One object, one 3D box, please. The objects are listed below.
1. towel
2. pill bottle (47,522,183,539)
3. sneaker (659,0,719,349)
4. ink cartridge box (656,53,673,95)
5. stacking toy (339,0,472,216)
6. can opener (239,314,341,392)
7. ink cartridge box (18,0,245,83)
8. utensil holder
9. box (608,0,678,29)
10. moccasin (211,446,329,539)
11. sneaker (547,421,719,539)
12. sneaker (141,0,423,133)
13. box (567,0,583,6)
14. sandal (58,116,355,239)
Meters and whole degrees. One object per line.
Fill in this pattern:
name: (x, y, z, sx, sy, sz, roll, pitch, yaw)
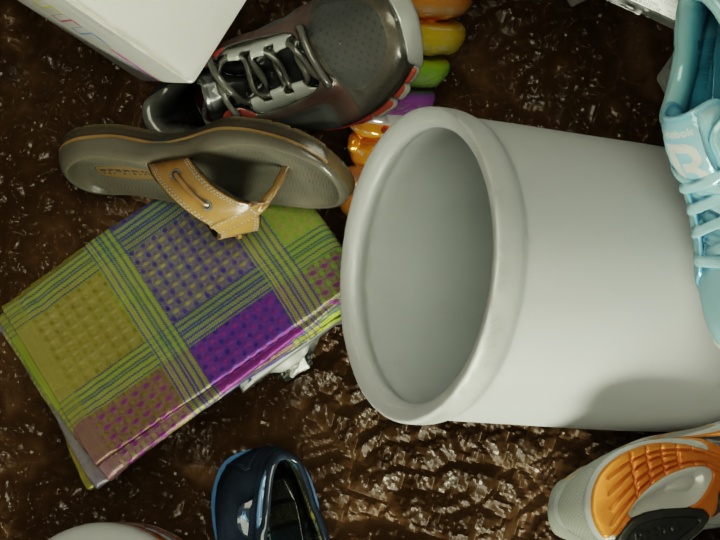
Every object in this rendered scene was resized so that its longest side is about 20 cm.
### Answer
towel: (-0.107, 0.022, 1.665, 0.200, 0.023, 0.144, -36, 57, -1)
pill bottle: (-0.138, 0.195, 1.586, 0.111, 0.200, 0.113, 0, 85, 2)
sneaker: (0.183, -0.054, 1.482, 0.082, 0.074, 0.201, 4, 83, -39)
ink cartridge box: (0.278, -0.055, 1.590, 0.199, 0.050, 0.163, -2, 55, -34)
stacking toy: (0.016, -0.125, 1.669, 0.109, 0.116, 0.201, 22, 107, 45)
can opener: (0.000, 0.000, 1.673, 0.200, 0.053, 0.067, -37, 86, -2)
ink cartridge box: (-0.129, -0.193, 1.633, 0.125, 0.200, 0.129, 33, 87, -13)
utensil holder: (0.113, 0.006, 1.578, 0.199, 0.170, 0.171, 6, 84, -30)
box: (0.128, -0.230, 1.579, 0.159, 0.200, 0.049, 22, 129, -4)
moccasin: (-0.041, 0.200, 1.636, 0.080, 0.068, 0.201, -16, 85, -31)
sneaker: (0.191, 0.112, 1.578, 0.199, 0.092, 0.076, -6, 89, -28)
sneaker: (-0.048, -0.106, 1.618, 0.200, 0.082, 0.077, -23, 87, 45)
box: (0.204, -0.220, 1.691, 0.199, 0.041, 0.039, -27, 82, 0)
sandal: (-0.092, -0.048, 1.633, 0.199, 0.082, 0.055, 4, 64, 27)
